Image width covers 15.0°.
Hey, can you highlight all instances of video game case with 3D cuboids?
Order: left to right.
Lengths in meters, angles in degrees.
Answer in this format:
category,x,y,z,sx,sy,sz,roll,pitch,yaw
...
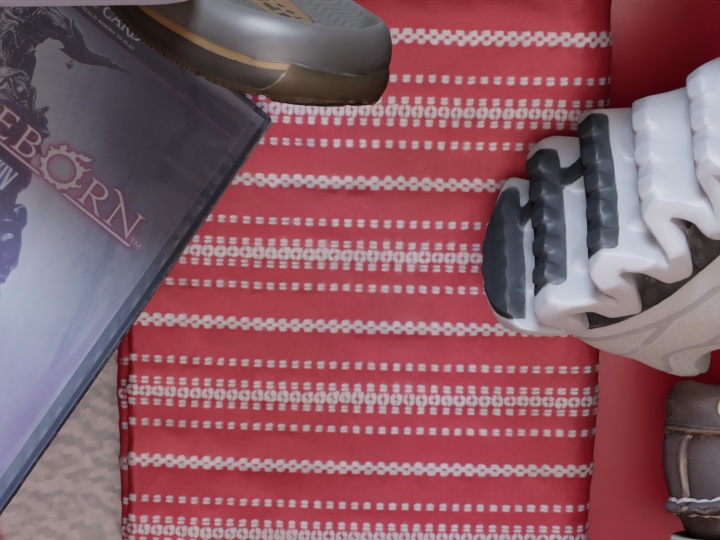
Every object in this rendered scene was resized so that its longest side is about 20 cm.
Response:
category,x,y,z,sx,sy,sz,roll,pitch,yaw
video game case,-0.126,-0.015,0.710,0.143,0.019,0.200,39,56,-9

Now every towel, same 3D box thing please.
category,x,y,z,sx,sy,sz,roll,pitch,yaw
towel,0.000,0.000,0.807,0.144,0.022,0.200,1,104,-2

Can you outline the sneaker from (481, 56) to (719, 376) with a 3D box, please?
category,x,y,z,sx,sy,sz,roll,pitch,yaw
sneaker,0.126,-0.029,0.735,0.081,0.075,0.200,31,138,-31

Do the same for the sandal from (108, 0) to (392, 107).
category,x,y,z,sx,sy,sz,roll,pitch,yaw
sandal,-0.064,-0.109,0.713,0.200,0.082,0.055,39,121,33

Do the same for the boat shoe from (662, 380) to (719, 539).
category,x,y,z,sx,sy,sz,roll,pitch,yaw
boat shoe,0.186,0.053,0.802,0.200,0.072,0.060,-5,89,-7

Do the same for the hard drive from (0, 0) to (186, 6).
category,x,y,z,sx,sy,sz,roll,pitch,yaw
hard drive,-0.095,-0.165,0.696,0.132,0.025,0.200,1,74,18
